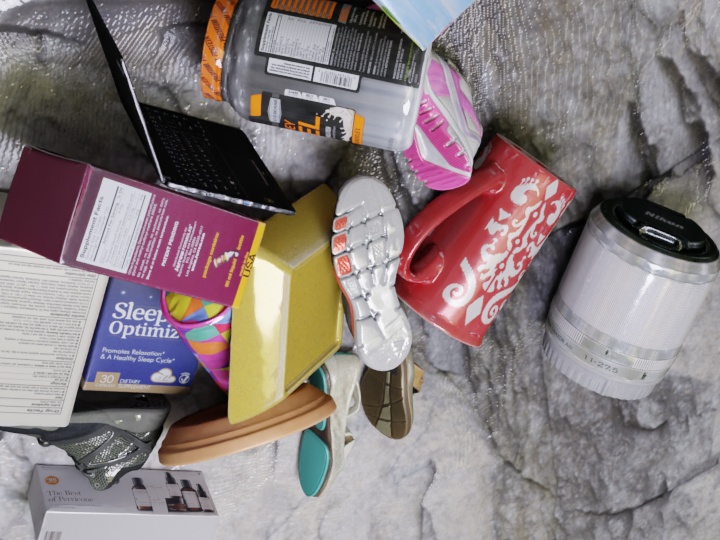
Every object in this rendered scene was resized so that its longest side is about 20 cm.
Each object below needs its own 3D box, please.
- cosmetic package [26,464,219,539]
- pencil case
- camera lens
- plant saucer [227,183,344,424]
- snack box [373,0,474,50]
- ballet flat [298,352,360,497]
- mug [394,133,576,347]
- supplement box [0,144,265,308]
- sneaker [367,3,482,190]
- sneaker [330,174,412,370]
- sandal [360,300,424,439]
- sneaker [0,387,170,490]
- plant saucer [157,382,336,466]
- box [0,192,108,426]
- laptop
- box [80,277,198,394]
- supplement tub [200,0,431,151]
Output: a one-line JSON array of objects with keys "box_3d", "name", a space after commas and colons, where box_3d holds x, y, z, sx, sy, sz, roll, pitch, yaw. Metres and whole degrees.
[{"box_3d": [-0.265, 0.264, 1.386, 0.199, 0.083, 0.051, 7, 115, -28], "name": "cosmetic package"}, {"box_3d": [-0.135, 0.061, 1.266, 0.088, 0.089, 0.200, -32, 151, -2], "name": "pencil case"}, {"box_3d": [0.314, 0.028, 1.441, 0.159, 0.160, 0.201, 6, 119, -27], "name": "camera lens"}, {"box_3d": [-0.063, 0.035, 1.255, 0.200, 0.048, 0.201, -39, 138, -58], "name": "plant saucer"}, {"box_3d": [-0.006, -0.299, 1.056, 0.068, 0.200, 0.169, -43, 128, 7], "name": "snack box"}, {"box_3d": [-0.030, 0.184, 1.451, 0.062, 0.067, 0.201, -11, 126, -29], "name": "ballet flat"}, {"box_3d": [0.130, -0.034, 1.321, 0.133, 0.177, 0.201, 37, 100, 7], "name": "mug"}, {"box_3d": [-0.197, -0.036, 1.083, 0.199, 0.110, 0.086, 17, 91, -46], "name": "supplement box"}, {"box_3d": [0.060, -0.184, 1.247, 0.081, 0.088, 0.201, -13, 118, 34], "name": "sneaker"}, {"box_3d": [0.000, 0.000, 1.260, 0.076, 0.082, 0.202, -10, 105, -16], "name": "sneaker"}, {"box_3d": [0.043, 0.113, 1.439, 0.054, 0.080, 0.201, -24, 127, -36], "name": "sandal"}, {"box_3d": [-0.308, 0.180, 1.315, 0.198, 0.076, 0.115, 5, 112, -33], "name": "sneaker"}, {"box_3d": [-0.125, 0.161, 1.331, 0.199, 0.200, 0.038, -17, 93, -13], "name": "plant saucer"}, {"box_3d": [-0.330, 0.038, 1.190, 0.127, 0.109, 0.201, 6, 118, -30], "name": "box"}, {"box_3d": [-0.154, -0.150, 1.103, 0.199, 0.177, 0.104, 12, 115, -30], "name": "laptop"}, {"box_3d": [-0.215, 0.040, 1.294, 0.120, 0.032, 0.201, 5, 118, -27], "name": "box"}, {"box_3d": [-0.039, -0.186, 1.131, 0.198, 0.123, 0.123, 12, 120, 3], "name": "supplement tub"}]
